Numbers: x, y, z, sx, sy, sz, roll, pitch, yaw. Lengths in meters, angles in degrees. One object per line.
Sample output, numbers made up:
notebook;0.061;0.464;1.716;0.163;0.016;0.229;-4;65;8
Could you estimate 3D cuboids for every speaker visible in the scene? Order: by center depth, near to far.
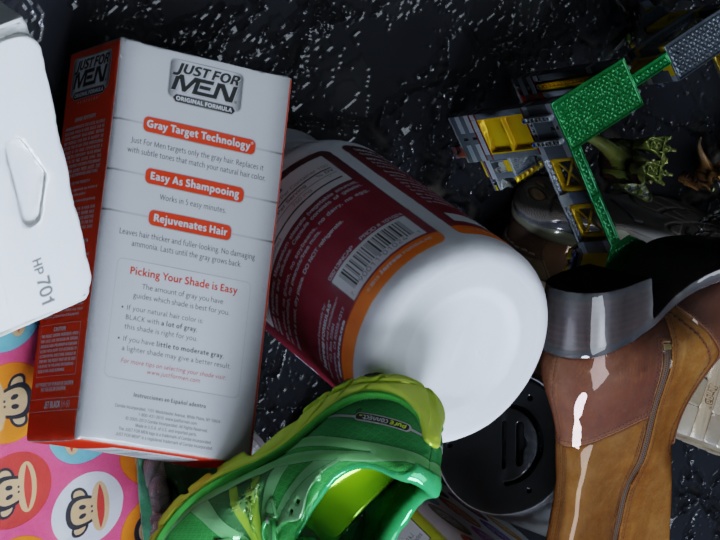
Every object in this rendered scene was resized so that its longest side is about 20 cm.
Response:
speaker;0.107;0.112;1.566;0.081;0.081;0.200;-55;160;2

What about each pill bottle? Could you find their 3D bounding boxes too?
pill bottle;0.000;0.000;1.414;0.113;0.200;0.113;-15;121;-27

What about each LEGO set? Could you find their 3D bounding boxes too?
LEGO set;0.146;-0.068;1.528;0.200;0.116;0.154;-41;110;-27

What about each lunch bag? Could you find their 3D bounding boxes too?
lunch bag;-0.150;0.076;1.435;0.176;0.082;0.200;-14;119;-33

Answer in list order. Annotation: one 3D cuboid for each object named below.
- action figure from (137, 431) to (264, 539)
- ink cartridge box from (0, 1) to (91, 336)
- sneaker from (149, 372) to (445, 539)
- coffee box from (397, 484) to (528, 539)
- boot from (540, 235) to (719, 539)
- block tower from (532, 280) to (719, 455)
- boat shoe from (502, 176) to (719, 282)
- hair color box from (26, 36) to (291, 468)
action figure;-0.073;0.154;1.409;0.118;0.055;0.201;-11;89;-5
ink cartridge box;-0.214;-0.070;1.233;0.086;0.200;0.147;-23;124;-22
sneaker;-0.037;0.130;1.316;0.074;0.084;0.200;30;120;-31
coffee box;0.022;0.237;1.553;0.200;0.198;0.200;33;95;-41
boot;0.168;0.089;1.444;0.188;0.068;0.201;-18;114;-45
block tower;0.169;0.062;1.566;0.200;0.054;0.058;20;86;-28
boat shoe;0.166;-0.002;1.614;0.200;0.076;0.072;12;112;-27
hair color box;-0.100;-0.007;1.356;0.101;0.061;0.201;12;80;-30
